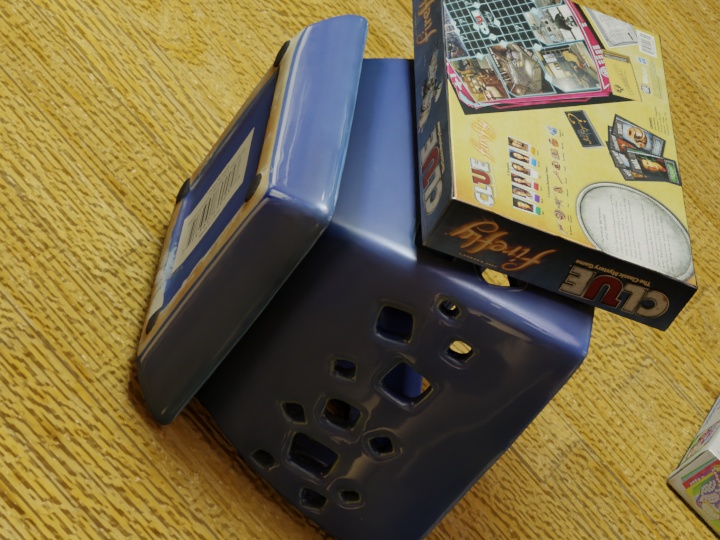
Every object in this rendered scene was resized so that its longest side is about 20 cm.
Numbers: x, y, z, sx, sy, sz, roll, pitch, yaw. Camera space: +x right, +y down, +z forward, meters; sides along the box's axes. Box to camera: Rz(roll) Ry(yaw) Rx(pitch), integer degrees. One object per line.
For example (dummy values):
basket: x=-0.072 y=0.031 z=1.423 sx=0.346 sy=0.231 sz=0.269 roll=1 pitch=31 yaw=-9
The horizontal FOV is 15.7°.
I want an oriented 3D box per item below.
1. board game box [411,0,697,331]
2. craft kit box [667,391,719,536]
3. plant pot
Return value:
board game box: x=0.094 y=-0.069 z=1.317 sx=0.135 sy=0.035 sz=0.200 roll=20 pitch=39 yaw=-17
craft kit box: x=0.302 y=0.148 z=1.672 sx=0.200 sy=0.049 sz=0.198 roll=45 pitch=37 yaw=-3
plant pot: x=0.000 y=0.000 z=1.358 sx=0.179 sy=0.200 sz=0.200 roll=27 pitch=39 yaw=-16
